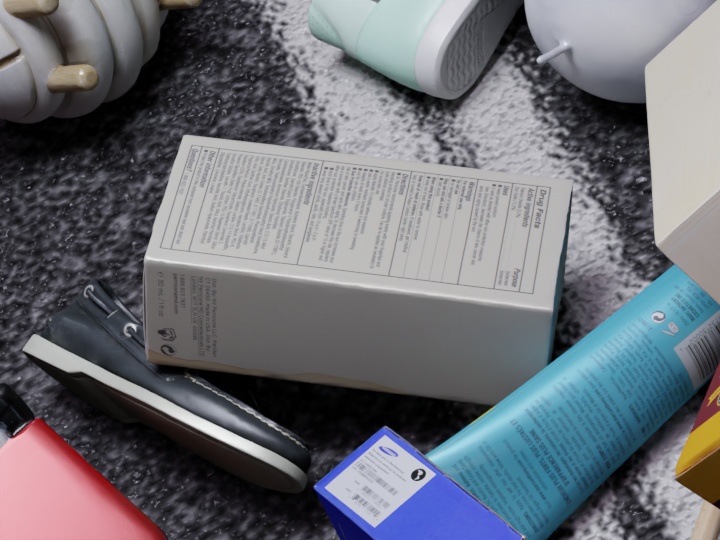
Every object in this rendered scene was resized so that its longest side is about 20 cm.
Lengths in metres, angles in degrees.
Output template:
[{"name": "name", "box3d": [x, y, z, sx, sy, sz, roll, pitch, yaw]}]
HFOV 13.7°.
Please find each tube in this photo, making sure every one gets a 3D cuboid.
[{"name": "tube", "box3d": [0.108, 0.068, 1.417, 0.200, 0.078, 0.050, -39, 9, -17]}]

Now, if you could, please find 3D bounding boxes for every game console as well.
[{"name": "game console", "box3d": [-0.222, 0.164, 1.510, 0.200, 0.119, 0.172, -44, 16, -18]}]

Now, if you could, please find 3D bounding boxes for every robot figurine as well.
[{"name": "robot figurine", "box3d": [0.153, -0.169, 1.575, 0.169, 0.113, 0.200, 13, 54, 13]}]

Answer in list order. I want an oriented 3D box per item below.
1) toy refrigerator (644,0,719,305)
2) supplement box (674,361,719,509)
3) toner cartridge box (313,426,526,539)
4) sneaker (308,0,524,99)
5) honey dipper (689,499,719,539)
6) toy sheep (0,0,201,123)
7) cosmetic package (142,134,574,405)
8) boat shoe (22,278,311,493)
[{"name": "toy refrigerator", "box3d": [0.182, -0.051, 1.420, 0.070, 0.076, 0.200, -42, 18, 21]}, {"name": "supplement box", "box3d": [0.272, 0.040, 1.243, 0.198, 0.200, 0.133, -62, 10, -31]}, {"name": "toner cartridge box", "box3d": [0.053, 0.160, 1.257, 0.043, 0.200, 0.095, -39, 46, -14]}, {"name": "sneaker", "box3d": [0.050, -0.194, 1.669, 0.118, 0.074, 0.201, 23, 64, 31]}, {"name": "honey dipper", "box3d": [0.152, 0.136, 1.353, 0.038, 0.038, 0.200, 5, 54, 28]}, {"name": "toy sheep", "box3d": [-0.175, -0.147, 1.694, 0.138, 0.138, 0.200, 22, 45, 37]}, {"name": "cosmetic package", "box3d": [0.000, 0.000, 1.469, 0.199, 0.073, 0.104, 8, 42, 6]}, {"name": "boat shoe", "box3d": [-0.088, 0.052, 1.511, 0.199, 0.075, 0.066, 20, 72, 47]}]
